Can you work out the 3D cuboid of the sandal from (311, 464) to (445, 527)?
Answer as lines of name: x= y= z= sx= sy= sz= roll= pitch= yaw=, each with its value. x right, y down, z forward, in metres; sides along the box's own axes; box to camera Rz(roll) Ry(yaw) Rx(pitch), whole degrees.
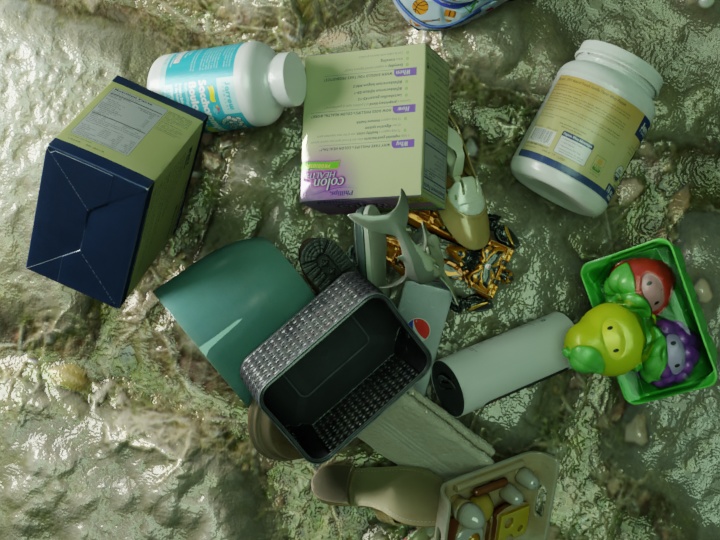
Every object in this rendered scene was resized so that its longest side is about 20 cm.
sandal: x=0.040 y=0.309 z=1.536 sx=0.210 sy=0.070 sz=0.078 roll=6 pitch=66 yaw=21

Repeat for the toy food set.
toy food set: x=0.176 y=0.331 z=1.470 sx=0.199 sy=0.060 sz=0.145 roll=-12 pitch=118 yaw=-34

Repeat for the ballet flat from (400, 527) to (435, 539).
ballet flat: x=0.091 y=0.379 z=1.530 sx=0.076 sy=0.064 sz=0.200 roll=41 pitch=89 yaw=2

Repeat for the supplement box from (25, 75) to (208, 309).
supplement box: x=-0.310 y=-0.103 z=1.438 sx=0.133 sy=0.200 sz=0.201 roll=24 pitch=127 yaw=1

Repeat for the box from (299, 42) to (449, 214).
box: x=0.020 y=-0.182 z=1.487 sx=0.174 sy=0.097 sz=0.202 roll=-2 pitch=81 yaw=24

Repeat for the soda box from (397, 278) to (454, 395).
soda box: x=0.070 y=0.104 z=1.510 sx=0.068 sy=0.063 sz=0.202 roll=14 pitch=106 yaw=2

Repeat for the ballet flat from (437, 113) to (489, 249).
ballet flat: x=0.127 y=-0.124 z=1.507 sx=0.068 sy=0.063 sz=0.201 roll=-12 pitch=66 yaw=-20

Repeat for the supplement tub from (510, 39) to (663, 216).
supplement tub: x=0.303 y=-0.189 z=1.500 sx=0.144 sy=0.144 sz=0.201 roll=29 pitch=89 yaw=1

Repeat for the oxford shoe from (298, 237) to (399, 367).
oxford shoe: x=-0.012 y=0.038 z=1.458 sx=0.072 sy=0.084 sz=0.201 roll=-33 pitch=103 yaw=-8

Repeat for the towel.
towel: x=0.072 y=0.214 z=1.483 sx=0.200 sy=0.132 sz=0.035 roll=39 pitch=46 yaw=-26

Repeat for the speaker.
speaker: x=0.194 y=0.123 z=1.491 sx=0.199 sy=0.081 sz=0.082 roll=-20 pitch=89 yaw=-24

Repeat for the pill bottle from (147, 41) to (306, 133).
pill bottle: x=-0.174 y=-0.242 z=1.491 sx=0.198 sy=0.111 sz=0.112 roll=-4 pitch=89 yaw=24

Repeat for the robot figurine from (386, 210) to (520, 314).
robot figurine: x=0.120 y=-0.027 z=1.541 sx=0.199 sy=0.058 sz=0.146 roll=24 pitch=90 yaw=1

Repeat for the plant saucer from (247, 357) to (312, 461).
plant saucer: x=-0.061 y=0.168 z=1.481 sx=0.029 sy=0.200 sz=0.201 roll=33 pitch=89 yaw=39

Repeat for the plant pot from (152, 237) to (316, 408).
plant pot: x=-0.148 y=0.054 z=1.478 sx=0.161 sy=0.201 sz=0.201 roll=-40 pitch=89 yaw=-8

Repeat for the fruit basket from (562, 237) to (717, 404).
fruit basket: x=0.361 y=0.074 z=1.467 sx=0.155 sy=0.215 sz=0.217 roll=-21 pitch=88 yaw=35

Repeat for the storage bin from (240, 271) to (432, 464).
storage bin: x=-0.030 y=0.117 z=1.373 sx=0.200 sy=0.094 sz=0.136 roll=-40 pitch=116 yaw=-4

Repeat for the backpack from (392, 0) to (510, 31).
backpack: x=0.122 y=-0.415 z=1.511 sx=0.190 sy=0.154 sz=0.201 roll=-32 pitch=92 yaw=10

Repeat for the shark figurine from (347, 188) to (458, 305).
shark figurine: x=0.055 y=-0.009 z=1.401 sx=0.089 sy=0.214 sz=0.129 roll=-24 pitch=74 yaw=12

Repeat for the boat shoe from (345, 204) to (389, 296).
boat shoe: x=0.000 y=0.000 z=1.500 sx=0.061 sy=0.073 sz=0.201 roll=7 pitch=129 yaw=17
